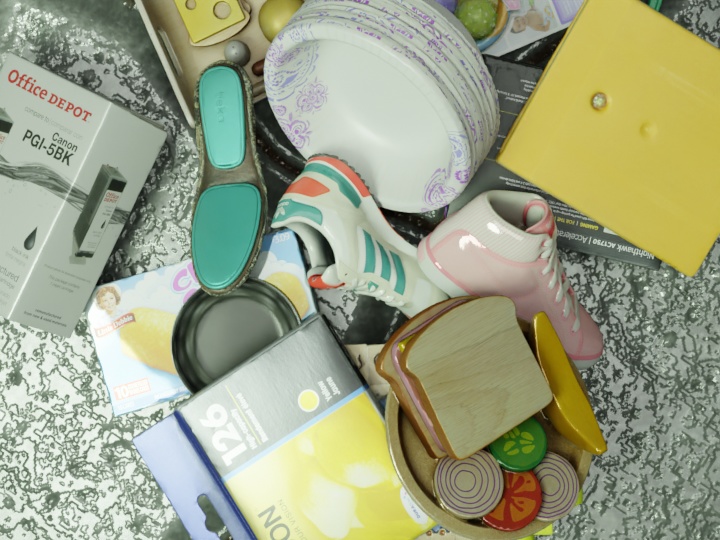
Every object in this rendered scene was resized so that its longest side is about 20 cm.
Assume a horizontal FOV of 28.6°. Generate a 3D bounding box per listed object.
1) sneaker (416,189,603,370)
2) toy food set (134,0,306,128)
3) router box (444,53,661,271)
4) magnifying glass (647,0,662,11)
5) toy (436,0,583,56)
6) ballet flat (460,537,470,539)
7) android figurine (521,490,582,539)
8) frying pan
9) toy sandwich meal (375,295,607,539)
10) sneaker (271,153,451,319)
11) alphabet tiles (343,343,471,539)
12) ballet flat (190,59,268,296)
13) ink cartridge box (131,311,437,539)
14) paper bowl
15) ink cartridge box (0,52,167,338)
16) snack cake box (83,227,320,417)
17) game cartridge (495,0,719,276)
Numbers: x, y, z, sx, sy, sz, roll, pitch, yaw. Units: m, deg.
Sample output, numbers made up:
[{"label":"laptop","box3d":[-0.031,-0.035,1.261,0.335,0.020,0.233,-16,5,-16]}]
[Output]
[{"label":"sneaker","box3d":[0.154,0.005,1.209,0.199,0.076,0.105,33,122,-19]},{"label":"toy food set","box3d":[-0.090,-0.234,1.254,0.198,0.060,0.145,-25,90,0]},{"label":"router box","box3d":[0.184,-0.096,1.247,0.197,0.051,0.151,14,99,2]},{"label":"magnifying glass","box3d":[0.251,-0.235,1.272,0.078,0.022,0.203,-6,88,1]},{"label":"toy","box3d":[0.104,-0.248,1.258,0.198,0.047,0.117,-22,88,0]},{"label":"ballet flat","box3d":[0.098,0.162,1.221,0.064,0.070,0.203,10,90,27]},{"label":"android figurine","box3d":[0.110,0.171,1.264,0.179,0.041,0.203,-3,91,1]},{"label":"frying pan","box3d":[-0.077,0.087,1.204,0.190,0.031,0.115,42,90,-6]},{"label":"toy sandwich meal","box3d":[0.109,0.115,1.134,0.202,0.070,0.209,4,77,-15]},{"label":"sneaker","box3d":[0.000,0.000,1.220,0.200,0.070,0.094,49,60,-16]},{"label":"alphabet tiles","box3d":[0.027,0.162,1.186,0.164,0.006,0.203,-3,91,5]},{"label":"ballet flat","box3d":[-0.109,-0.076,1.206,0.067,0.075,0.203,-3,81,9]},{"label":"ink cartridge box","box3d":[-0.062,0.171,1.169,0.199,0.047,0.199,-33,89,2]},{"label":"paper bowl","box3d":[0.026,-0.154,1.181,0.200,0.201,0.105,38,60,0]},{"label":"ink cartridge box","box3d":[-0.276,-0.067,1.216,0.146,0.083,0.202,26,90,33]},{"label":"snack cake box","box3d":[-0.136,0.044,1.253,0.197,0.067,0.117,-17,91,0]},{"label":"game cartridge","box3d":[0.241,-0.120,1.199,0.198,0.032,0.178,30,97,-4]}]
